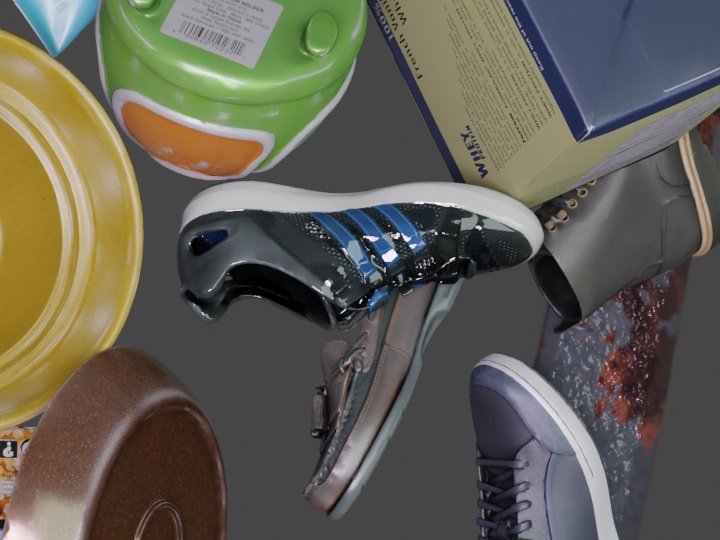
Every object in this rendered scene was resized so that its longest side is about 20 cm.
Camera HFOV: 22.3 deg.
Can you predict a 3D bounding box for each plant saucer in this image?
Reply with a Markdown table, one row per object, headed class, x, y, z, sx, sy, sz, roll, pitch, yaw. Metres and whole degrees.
| class | x | y | z | sx | sy | sz | roll | pitch | yaw |
| --- | --- | --- | --- | --- | --- | --- | --- | --- | --- |
| plant saucer | -0.113 | 0.139 | 0.906 | 0.200 | 0.034 | 0.201 | 4 | 90 | -70 |

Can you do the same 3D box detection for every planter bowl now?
| class | x | y | z | sx | sy | sz | roll | pitch | yaw |
| --- | --- | --- | --- | --- | --- | --- | --- | --- | --- |
| planter bowl | -0.215 | -0.017 | 0.898 | 0.200 | 0.083 | 0.201 | 4 | 83 | -31 |

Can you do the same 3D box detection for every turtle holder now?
| class | x | y | z | sx | sy | sz | roll | pitch | yaw |
| --- | --- | --- | --- | --- | --- | --- | --- | --- | --- |
| turtle holder | -0.074 | -0.134 | 0.967 | 0.141 | 0.132 | 0.186 | -2 | 53 | -19 |

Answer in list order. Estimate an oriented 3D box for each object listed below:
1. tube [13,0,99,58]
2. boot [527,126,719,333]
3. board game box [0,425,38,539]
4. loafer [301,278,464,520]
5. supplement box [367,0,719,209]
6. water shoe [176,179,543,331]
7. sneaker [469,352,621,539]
| class | x | y | z | sx | sy | sz | roll | pitch | yaw |
| --- | --- | --- | --- | --- | --- | --- | --- | --- | --- |
| tube | -0.117 | -0.204 | 1.000 | 0.200 | 0.050 | 0.078 | -42 | 102 | -21 |
| boot | 0.140 | -0.074 | 1.126 | 0.138 | 0.077 | 0.200 | -32 | 101 | -24 |
| board game box | -0.206 | 0.176 | 0.907 | 0.151 | 0.046 | 0.201 | 5 | 83 | -31 |
| loafer | 0.004 | 0.046 | 1.043 | 0.063 | 0.072 | 0.200 | 29 | 63 | -5 |
| supplement box | 0.105 | -0.156 | 0.997 | 0.134 | 0.200 | 0.200 | -23 | 82 | -16 |
| water shoe | 0.000 | 0.000 | 0.995 | 0.199 | 0.072 | 0.079 | 1 | 60 | 3 |
| sneaker | 0.079 | 0.163 | 1.062 | 0.146 | 0.077 | 0.203 | -28 | 101 | -32 |
